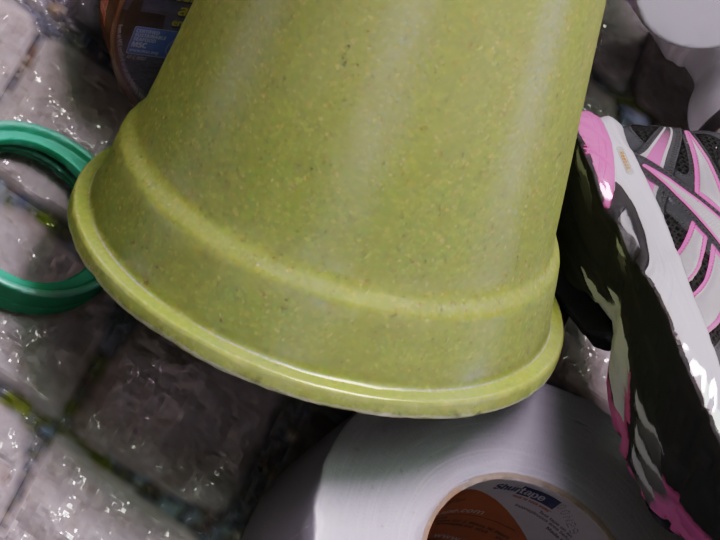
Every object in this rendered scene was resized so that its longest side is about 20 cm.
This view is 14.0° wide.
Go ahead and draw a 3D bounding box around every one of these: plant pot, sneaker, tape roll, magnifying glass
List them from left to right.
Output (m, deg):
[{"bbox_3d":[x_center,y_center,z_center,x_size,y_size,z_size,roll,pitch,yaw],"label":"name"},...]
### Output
[{"bbox_3d":[-0.180,-0.029,1.130,0.200,0.022,0.080,8,59,-29],"label":"magnifying glass"},{"bbox_3d":[0.009,-0.076,1.102,0.200,0.184,0.200,15,27,-8],"label":"plant pot"},{"bbox_3d":[0.052,0.140,1.153,0.200,0.066,0.200,17,55,-26],"label":"tape roll"},{"bbox_3d":[0.138,0.012,1.128,0.086,0.080,0.200,-5,55,-15],"label":"sneaker"}]

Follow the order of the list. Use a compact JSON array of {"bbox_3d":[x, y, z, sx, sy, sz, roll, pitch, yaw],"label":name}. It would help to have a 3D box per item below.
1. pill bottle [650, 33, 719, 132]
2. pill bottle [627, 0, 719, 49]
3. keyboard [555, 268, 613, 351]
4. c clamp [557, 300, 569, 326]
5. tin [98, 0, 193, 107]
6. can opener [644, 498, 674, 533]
[{"bbox_3d":[0.223,-0.060,1.355,0.116,0.116,0.200,-25,79,-41],"label":"pill bottle"},{"bbox_3d":[0.129,-0.197,1.304,0.114,0.114,0.200,7,40,-30],"label":"pill bottle"},{"bbox_3d":[0.113,-0.020,1.260,0.127,0.021,0.200,9,30,-29],"label":"keyboard"},{"bbox_3d":[0.000,0.000,1.187,0.200,0.027,0.171,10,28,-19],"label":"c clamp"},{"bbox_3d":[-0.012,-0.105,1.219,0.200,0.112,0.042,6,40,-27],"label":"tin"},{"bbox_3d":[0.154,0.069,1.208,0.063,0.079,0.200,13,23,8],"label":"can opener"}]
